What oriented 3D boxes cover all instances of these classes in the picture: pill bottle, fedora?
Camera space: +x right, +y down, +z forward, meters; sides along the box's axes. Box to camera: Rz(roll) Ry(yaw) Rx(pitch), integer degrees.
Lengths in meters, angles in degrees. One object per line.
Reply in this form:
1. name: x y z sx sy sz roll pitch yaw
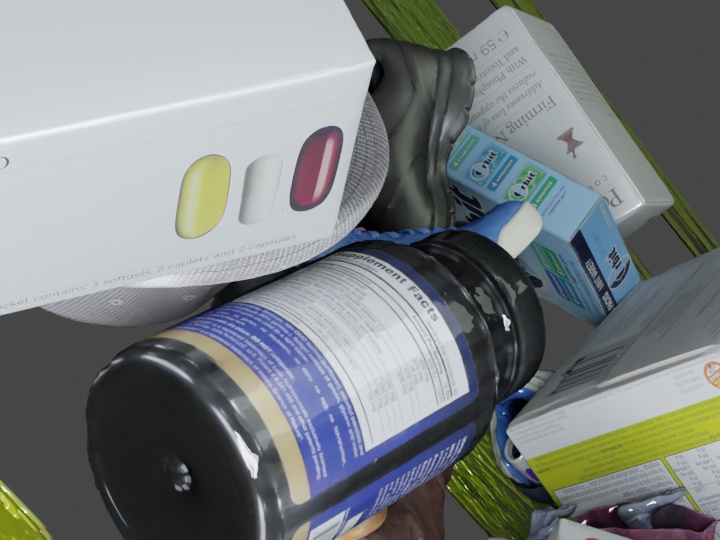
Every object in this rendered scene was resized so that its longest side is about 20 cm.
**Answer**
1. pill bottle: -0.011 0.052 0.737 0.200 0.112 0.112 -25 78 -43
2. fedora: -0.094 -0.038 0.772 0.200 0.090 0.177 -13 54 -29

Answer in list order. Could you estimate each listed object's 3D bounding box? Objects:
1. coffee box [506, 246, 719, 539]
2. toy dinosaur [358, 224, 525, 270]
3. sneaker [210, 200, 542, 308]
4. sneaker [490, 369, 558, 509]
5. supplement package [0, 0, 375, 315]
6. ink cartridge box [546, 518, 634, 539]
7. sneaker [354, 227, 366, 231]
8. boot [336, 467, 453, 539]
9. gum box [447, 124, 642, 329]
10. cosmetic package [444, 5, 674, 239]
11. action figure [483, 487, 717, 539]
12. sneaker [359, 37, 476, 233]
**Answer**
1. coffee box: 0.260 0.104 1.099 0.198 0.200 0.200 54 49 -6
2. toy dinosaur: 0.063 -0.009 1.228 0.200 0.102 0.136 21 13 -24
3. sneaker: 0.006 -0.011 0.955 0.111 0.200 0.077 52 -23 5
4. sneaker: 0.152 0.162 1.175 0.146 0.081 0.200 11 52 -47
5. supplement package: -0.120 -0.082 0.658 0.111 0.200 0.156 104 -34 -53
6. ink cartridge box: 0.132 0.235 0.762 0.145 0.145 0.200 18 21 -1
7. sneaker: 0.000 0.000 1.029 0.200 0.095 0.079 50 19 -8
8. boot: 0.019 0.162 0.856 0.200 0.072 0.167 9 59 -68
9. gum box: 0.104 -0.043 1.234 0.200 0.045 0.170 31 -11 31
10. cosmetic package: 0.133 -0.091 1.425 0.200 0.167 0.166 56 16 8
11. action figure: 0.171 0.237 1.013 0.149 0.134 0.200 -13 92 -37
12. sneaker: 0.017 -0.063 1.122 0.091 0.076 0.200 15 67 -18
